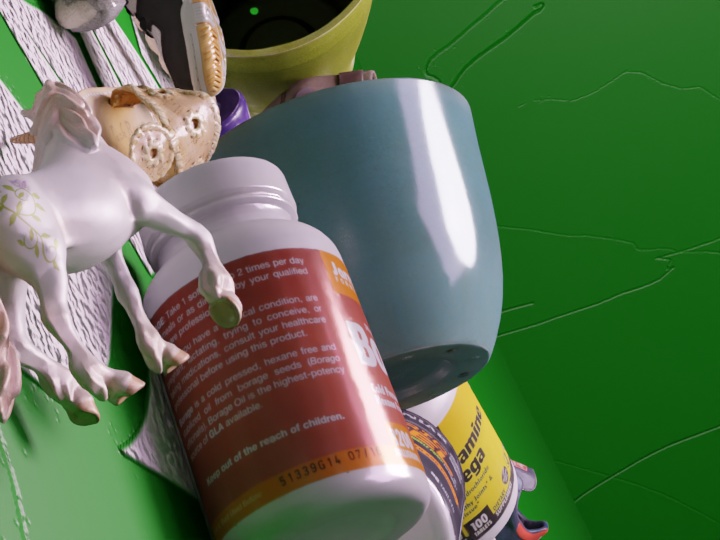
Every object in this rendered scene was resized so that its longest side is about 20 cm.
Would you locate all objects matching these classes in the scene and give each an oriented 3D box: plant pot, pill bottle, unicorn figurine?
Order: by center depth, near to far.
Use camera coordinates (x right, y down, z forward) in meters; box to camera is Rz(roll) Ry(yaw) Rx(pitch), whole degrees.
[{"bbox_3d":[-0.117,-0.015,0.688,0.138,0.074,0.200,55,13,1],"label":"unicorn figurine"},{"bbox_3d":[-0.047,0.048,0.853,0.112,0.111,0.202,50,17,-64],"label":"pill bottle"},{"bbox_3d":[0.009,0.139,0.987,0.200,0.105,0.107,-44,108,-83],"label":"pill bottle"},{"bbox_3d":[0.000,0.000,1.056,0.201,0.199,0.162,47,23,-67],"label":"plant pot"},{"bbox_3d":[0.033,0.115,1.220,0.201,0.112,0.113,59,10,-41],"label":"pill bottle"},{"bbox_3d":[-0.073,-0.214,1.322,0.193,0.199,0.202,78,-10,-69],"label":"plant pot"}]

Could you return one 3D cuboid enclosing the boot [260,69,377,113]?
[{"bbox_3d":[-0.017,-0.047,1.257,0.070,0.145,0.202,-1,67,-84],"label":"boot"}]

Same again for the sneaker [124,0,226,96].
[{"bbox_3d":[-0.146,-0.191,1.036,0.076,0.087,0.202,81,-12,-82],"label":"sneaker"}]

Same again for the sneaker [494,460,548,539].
[{"bbox_3d":[0.136,0.208,1.771,0.075,0.084,0.201,-86,150,-75],"label":"sneaker"}]

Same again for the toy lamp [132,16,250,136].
[{"bbox_3d":[-0.130,-0.147,1.139,0.201,0.058,0.058,58,10,-33],"label":"toy lamp"}]

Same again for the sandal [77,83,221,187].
[{"bbox_3d":[-0.114,-0.086,0.975,0.078,0.069,0.212,64,7,-10],"label":"sandal"}]

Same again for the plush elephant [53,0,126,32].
[{"bbox_3d":[-0.153,-0.245,0.904,0.202,0.163,0.155,66,16,-7],"label":"plush elephant"}]
